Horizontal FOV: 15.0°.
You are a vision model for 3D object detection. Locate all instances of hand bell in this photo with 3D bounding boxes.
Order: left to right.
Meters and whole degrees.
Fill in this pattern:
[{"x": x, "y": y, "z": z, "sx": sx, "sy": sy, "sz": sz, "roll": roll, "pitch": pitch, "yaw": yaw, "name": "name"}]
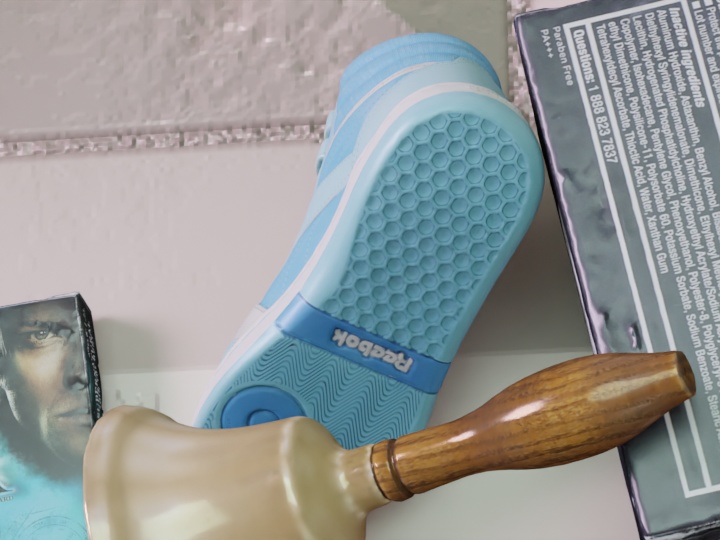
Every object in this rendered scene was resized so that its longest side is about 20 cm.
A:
[{"x": 0.017, "y": 0.063, "z": 0.917, "sx": 0.199, "sy": 0.104, "sz": 0.105, "roll": -21, "pitch": 67, "yaw": 21, "name": "hand bell"}]

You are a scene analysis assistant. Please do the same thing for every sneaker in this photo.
[{"x": 0.000, "y": 0.000, "z": 1.030, "sx": 0.079, "sy": 0.131, "sz": 0.200, "roll": 30, "pitch": 111, "yaw": -15, "name": "sneaker"}]

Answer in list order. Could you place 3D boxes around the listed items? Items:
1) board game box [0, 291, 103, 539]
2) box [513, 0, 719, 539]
[{"x": -0.194, "y": 0.090, "z": 1.042, "sx": 0.199, "sy": 0.028, "sz": 0.136, "roll": -10, "pitch": 70, "yaw": 4, "name": "board game box"}, {"x": 0.175, "y": -0.005, "z": 0.975, "sx": 0.197, "sy": 0.123, "sz": 0.201, "roll": -14, "pitch": 70, "yaw": 4, "name": "box"}]
